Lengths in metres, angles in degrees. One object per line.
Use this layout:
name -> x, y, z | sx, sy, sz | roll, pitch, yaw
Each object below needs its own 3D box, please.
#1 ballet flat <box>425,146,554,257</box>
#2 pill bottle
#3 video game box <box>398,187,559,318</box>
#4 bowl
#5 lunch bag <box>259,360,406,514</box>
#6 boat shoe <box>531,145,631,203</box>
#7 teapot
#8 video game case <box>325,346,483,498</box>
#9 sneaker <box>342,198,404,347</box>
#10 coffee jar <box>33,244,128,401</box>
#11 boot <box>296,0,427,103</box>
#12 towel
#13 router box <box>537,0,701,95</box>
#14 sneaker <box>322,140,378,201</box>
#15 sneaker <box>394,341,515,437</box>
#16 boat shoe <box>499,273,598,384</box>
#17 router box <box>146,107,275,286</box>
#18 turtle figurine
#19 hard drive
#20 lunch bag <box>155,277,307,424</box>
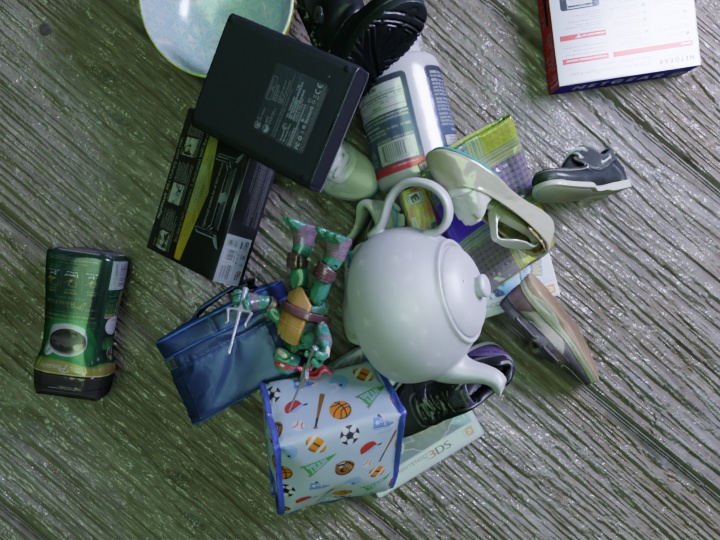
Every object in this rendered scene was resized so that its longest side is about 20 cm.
ballet flat -> 0.154, -0.073, 0.714 | 0.197, 0.069, 0.071 | 26, 92, -22
pill bottle -> 0.057, -0.218, 0.799 | 0.116, 0.120, 0.206 | -14, 92, 1
video game box -> 0.164, -0.037, 0.841 | 0.177, 0.047, 0.205 | -17, 92, -2
bowl -> -0.179, -0.344, 0.802 | 0.194, 0.108, 0.207 | 0, 93, 1
lunch bag -> -0.039, 0.225, 0.773 | 0.165, 0.125, 0.204 | -10, 128, -12
boat shoe -> 0.281, -0.126, 0.786 | 0.197, 0.071, 0.070 | -11, 86, -41
teapot -> 0.084, 0.029, 0.721 | 0.143, 0.200, 0.202 | -18, 50, 31
video game case -> 0.052, 0.191, 0.862 | 0.179, 0.023, 0.203 | -30, 91, 2
sneaker -> 0.000, 0.000, 0.815 | 0.073, 0.086, 0.206 | 7, 89, 33
coffee jar -> -0.384, 0.073, 0.831 | 0.101, 0.085, 0.206 | 8, 91, -3
boot -> -0.012, -0.312, 0.716 | 0.075, 0.199, 0.173 | -7, 74, -31
towel -> 0.166, -0.075, 0.771 | 0.141, 0.023, 0.203 | -29, 114, -5
router box -> 0.347, -0.350, 0.825 | 0.194, 0.049, 0.185 | -7, 92, 1
sneaker -> -0.060, -0.162, 0.821 | 0.197, 0.081, 0.078 | 33, 91, -2
sneaker -> 0.114, 0.162, 0.805 | 0.197, 0.088, 0.077 | -33, 93, 2
boat shoe -> 0.257, 0.089, 0.820 | 0.064, 0.073, 0.200 | -31, 120, 23
router box -> -0.194, -0.100, 0.800 | 0.155, 0.052, 0.205 | 21, 94, 37
turtle figurine -> -0.078, 0.048, 0.706 | 0.146, 0.100, 0.205 | 17, 90, 23
hard drive -> -0.101, -0.197, 0.700 | 0.197, 0.033, 0.142 | 30, 102, 24
lunch bag -> -0.160, 0.091, 0.804 | 0.196, 0.136, 0.135 | -28, 92, 0
